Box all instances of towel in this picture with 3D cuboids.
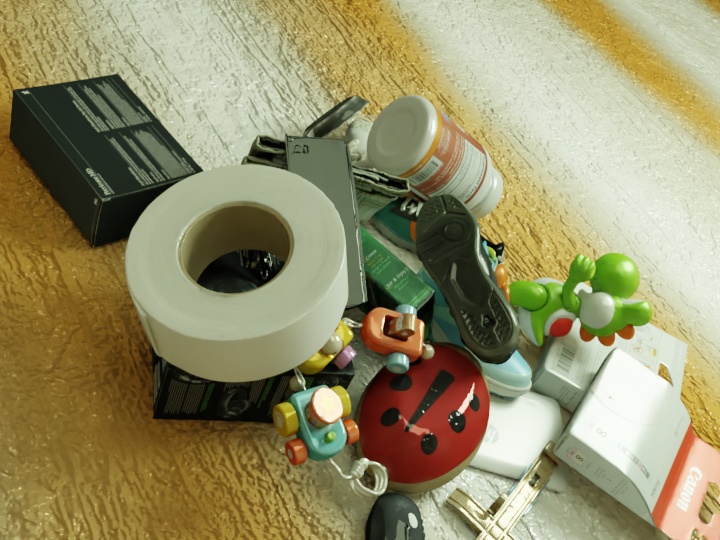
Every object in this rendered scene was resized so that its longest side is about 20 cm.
[{"bbox_3d":[-0.055,-0.102,1.023,0.190,0.200,0.035,16,79,-11],"label":"towel"}]

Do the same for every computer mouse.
[{"bbox_3d":[0.043,0.289,0.759,0.058,0.034,0.201,9,44,-20],"label":"computer mouse"}]

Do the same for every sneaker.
[{"bbox_3d":[0.118,0.016,0.924,0.076,0.114,0.201,-25,63,2],"label":"sneaker"},{"bbox_3d":[0.141,0.044,0.985,0.200,0.131,0.079,43,35,22],"label":"sneaker"},{"bbox_3d":[0.105,-0.059,1.117,0.199,0.080,0.071,33,41,9],"label":"sneaker"}]

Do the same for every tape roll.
[{"bbox_3d":[-0.111,-0.001,0.770,0.200,0.071,0.204,0,54,0],"label":"tape roll"}]

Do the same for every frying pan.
[{"bbox_3d":[-0.065,-0.188,1.174,0.190,0.115,0.031,-39,103,-17],"label":"frying pan"}]

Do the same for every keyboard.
[{"bbox_3d":[-0.062,-0.052,0.880,0.126,0.021,0.202,2,67,-20],"label":"keyboard"}]

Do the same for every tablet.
[{"bbox_3d":[0.141,0.170,0.951,0.198,0.014,0.131,18,42,-9],"label":"tablet"}]

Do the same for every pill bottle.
[{"bbox_3d":[0.108,-0.145,1.145,0.199,0.112,0.113,28,30,-45],"label":"pill bottle"}]

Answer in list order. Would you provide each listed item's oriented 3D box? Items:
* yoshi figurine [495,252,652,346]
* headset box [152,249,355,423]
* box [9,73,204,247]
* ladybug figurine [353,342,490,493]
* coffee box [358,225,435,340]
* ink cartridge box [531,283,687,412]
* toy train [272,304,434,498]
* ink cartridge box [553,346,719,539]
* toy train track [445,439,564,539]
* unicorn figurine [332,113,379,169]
[{"bbox_3d":[0.259,0.021,1.039,0.198,0.113,0.113,5,27,16],"label":"yoshi figurine"},{"bbox_3d":[-0.111,0.061,0.872,0.198,0.093,0.175,7,45,-21],"label":"headset box"},{"bbox_3d":[-0.301,-0.136,0.992,0.140,0.079,0.200,-20,59,-44],"label":"box"},{"bbox_3d":[0.070,0.144,0.876,0.135,0.072,0.200,31,45,9],"label":"ladybug figurine"},{"bbox_3d":[0.000,0.000,0.967,0.044,0.123,0.200,-42,69,-17],"label":"coffee box"},{"bbox_3d":[0.322,0.120,1.074,0.172,0.044,0.200,31,41,5],"label":"ink cartridge box"},{"bbox_3d":[0.000,0.099,0.789,0.149,0.056,0.202,23,55,-11],"label":"toy train"},{"bbox_3d":[0.332,0.199,0.934,0.199,0.057,0.162,33,45,15],"label":"ink cartridge box"},{"bbox_3d":[0.164,0.238,0.865,0.115,0.033,0.200,41,46,13],"label":"toy train track"},{"bbox_3d":[0.009,-0.169,1.204,0.136,0.074,0.201,14,26,-13],"label":"unicorn figurine"}]
